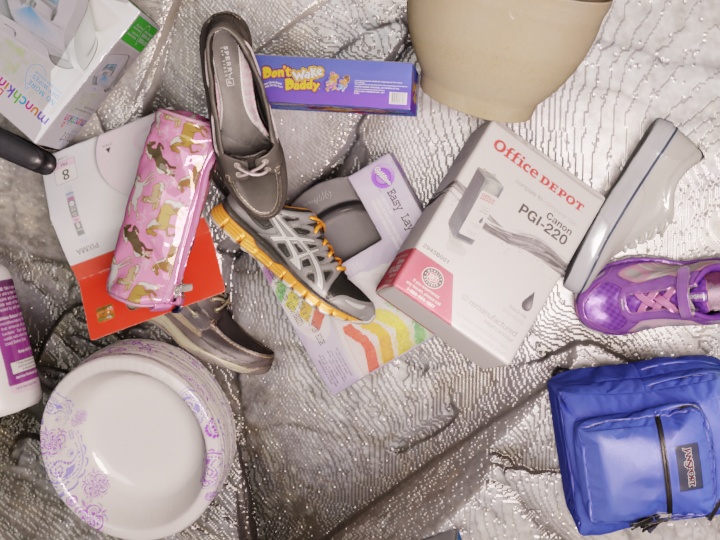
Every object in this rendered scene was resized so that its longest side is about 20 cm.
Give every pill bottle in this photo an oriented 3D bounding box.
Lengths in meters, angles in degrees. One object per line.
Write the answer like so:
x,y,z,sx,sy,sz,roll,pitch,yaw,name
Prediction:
-0.420,0.058,1.168,0.110,0.112,0.204,-14,93,7,pill bottle

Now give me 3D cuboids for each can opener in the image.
-0.409,-0.153,1.155,0.198,0.063,0.080,30,100,21,can opener

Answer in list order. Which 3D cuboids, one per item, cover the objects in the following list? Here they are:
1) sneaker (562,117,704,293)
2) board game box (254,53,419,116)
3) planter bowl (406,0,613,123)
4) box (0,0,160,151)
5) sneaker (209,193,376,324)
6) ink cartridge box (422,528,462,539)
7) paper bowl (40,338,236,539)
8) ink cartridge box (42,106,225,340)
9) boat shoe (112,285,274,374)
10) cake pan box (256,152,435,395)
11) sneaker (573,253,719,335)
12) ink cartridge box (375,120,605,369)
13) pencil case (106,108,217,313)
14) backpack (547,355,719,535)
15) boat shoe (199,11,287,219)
0.279,-0.056,1.100,0.070,0.073,0.202,33,91,5,sneaker
-0.042,-0.186,1.097,0.196,0.134,0.046,4,95,5,board game box
0.129,-0.227,1.057,0.197,0.201,0.137,18,114,4,planter bowl
-0.345,-0.259,1.140,0.200,0.097,0.177,41,93,1,box
-0.058,-0.020,1.095,0.199,0.078,0.078,40,88,1,sneaker
0.071,0.403,1.159,0.143,0.084,0.203,-20,93,7,ink cartridge box
-0.228,0.172,1.151,0.197,0.104,0.205,3,104,11,paper bowl
-0.241,-0.051,1.139,0.160,0.057,0.203,-19,66,7,ink cartridge box
-0.175,0.041,1.160,0.198,0.075,0.074,30,97,1,boat shoe
0.000,0.000,1.151,0.182,0.052,0.202,-28,91,5,cake pan box
0.317,0.025,1.101,0.196,0.088,0.082,-7,95,7,sneaker
0.130,-0.026,1.085,0.145,0.085,0.202,33,77,-6,ink cartridge box
-0.190,-0.061,1.079,0.085,0.083,0.204,15,91,-4,pencil case
0.301,0.179,1.079,0.196,0.168,0.166,-9,100,3,backpack
-0.113,-0.138,1.015,0.066,0.057,0.203,-11,109,2,boat shoe
